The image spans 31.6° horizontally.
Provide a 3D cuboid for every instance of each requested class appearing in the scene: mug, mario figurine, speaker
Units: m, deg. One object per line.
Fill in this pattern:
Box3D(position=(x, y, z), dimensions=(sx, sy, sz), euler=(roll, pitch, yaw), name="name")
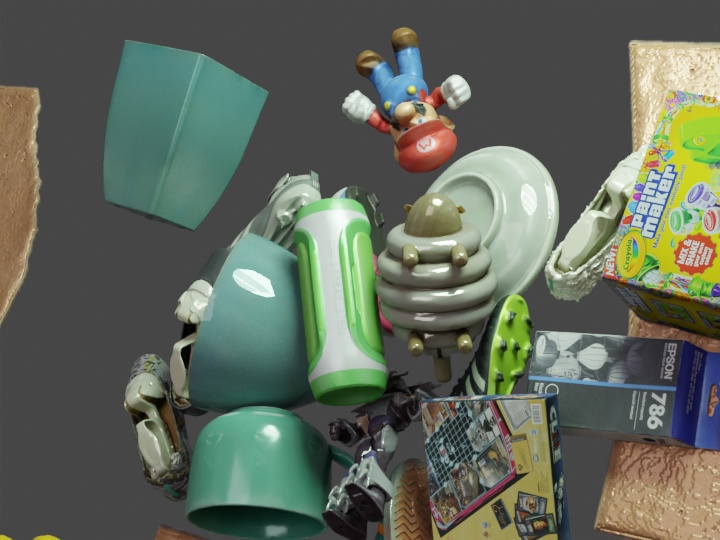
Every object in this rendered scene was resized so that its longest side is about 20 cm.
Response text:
Box3D(position=(-0.093, 0.217, 1.363), dimensions=(0.151, 0.184, 0.116), euler=(-27, 52, 47), name="mug")
Box3D(position=(0.051, -0.199, 1.461), dimensions=(0.124, 0.105, 0.201), euler=(-61, 36, 39), name="mario figurine")
Box3D(position=(-0.021, 0.032, 1.309), dimensions=(0.088, 0.088, 0.202), euler=(-16, 67, 24), name="speaker")

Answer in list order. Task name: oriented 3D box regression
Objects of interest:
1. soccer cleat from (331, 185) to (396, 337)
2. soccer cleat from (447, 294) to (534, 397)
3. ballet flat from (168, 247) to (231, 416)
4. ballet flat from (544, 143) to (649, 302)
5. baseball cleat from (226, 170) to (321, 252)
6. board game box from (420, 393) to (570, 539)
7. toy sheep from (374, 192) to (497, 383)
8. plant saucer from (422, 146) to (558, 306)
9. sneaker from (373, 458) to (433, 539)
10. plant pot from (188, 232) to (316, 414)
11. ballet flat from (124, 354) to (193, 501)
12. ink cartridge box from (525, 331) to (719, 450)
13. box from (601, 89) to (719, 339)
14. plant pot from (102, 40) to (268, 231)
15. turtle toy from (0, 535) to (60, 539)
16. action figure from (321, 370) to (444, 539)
Box3D(position=(0.000, 0.000, 1.443), dimensions=(0.086, 0.069, 0.202), euler=(-37, 52, 32), name="soccer cleat")
Box3D(position=(0.124, 0.121, 1.306), dimensions=(0.081, 0.067, 0.203), euler=(5, 79, 45), name="soccer cleat")
Box3D(position=(-0.185, 0.074, 1.474), dimensions=(0.073, 0.073, 0.203), euler=(18, 101, 35), name="ballet flat")
Box3D(position=(0.258, -0.055, 1.305), dimensions=(0.072, 0.072, 0.201), euler=(36, 90, 36), name="ballet flat")
Box3D(position=(-0.112, -0.038, 1.527), dimensions=(0.200, 0.070, 0.107), euler=(-41, 22, 24), name="baseball cleat")
Box3D(position=(0.132, 0.223, 1.234), dimensions=(0.134, 0.034, 0.203), euler=(-4, 92, 29), name="board game box")
Box3D(position=(0.076, 0.020, 1.280), dimensions=(0.137, 0.137, 0.203), euler=(13, 112, 34), name="toy sheep")
Box3D(position=(0.118, -0.048, 1.373), dimensions=(0.199, 0.050, 0.202), euler=(-19, 59, 35), name="plant saucer")
Box3D(position=(0.033, 0.290, 1.289), dimensions=(0.080, 0.071, 0.202), euler=(-35, 37, 45), name="sneaker")
Box3D(position=(-0.089, 0.076, 1.398), dimensions=(0.133, 0.200, 0.202), euler=(18, 79, 8), name="plant pot")
Box3D(position=(-0.244, 0.175, 1.506), dimensions=(0.072, 0.072, 0.202), euler=(-33, 56, 15), name="ballet flat")
Box3D(position=(0.260, 0.116, 1.249), dimensions=(0.198, 0.039, 0.101), euler=(1, 70, 30), name="ink cartridge box")
Box3D(position=(0.362, -0.043, 1.203), dimensions=(0.191, 0.122, 0.202), euler=(14, 78, 35), name="box")
Box3D(position=(-0.237, -0.163, 1.604), dimensions=(0.140, 0.141, 0.202), euler=(16, 86, 34), name="plant pot")
Box3D(position=(-0.360, 0.385, 1.466), dimensions=(0.198, 0.101, 0.148), euler=(-7, 66, 28), name="turtle toy")
Box3D(position=(0.018, 0.171, 1.294), dimensions=(0.130, 0.069, 0.201), euler=(-36, 22, 37), name="action figure")
